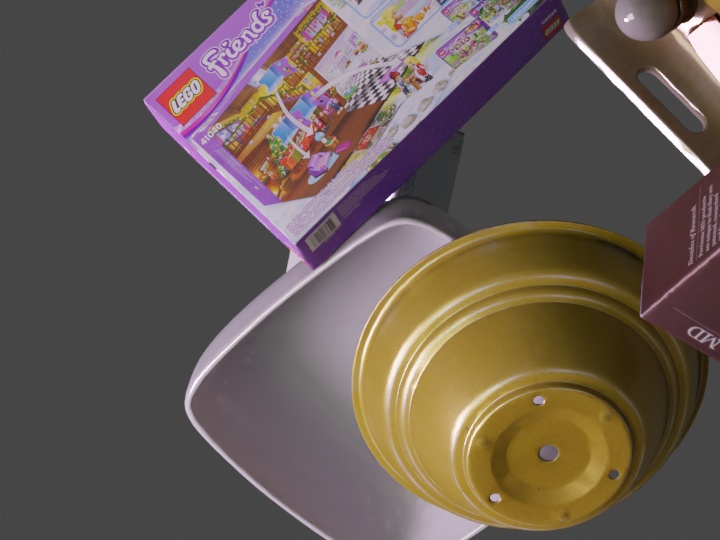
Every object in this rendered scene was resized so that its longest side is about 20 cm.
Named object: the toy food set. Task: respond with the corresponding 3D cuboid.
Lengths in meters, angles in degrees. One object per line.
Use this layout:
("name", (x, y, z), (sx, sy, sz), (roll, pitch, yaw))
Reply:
("toy food set", (0.203, -0.150, 1.475), (0.144, 0.060, 0.200), (47, 130, 16))

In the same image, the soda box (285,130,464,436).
("soda box", (0.000, 0.000, 1.700), (0.068, 0.064, 0.201), (29, 122, 28))

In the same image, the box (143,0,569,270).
("box", (-0.003, -0.115, 1.578), (0.200, 0.039, 0.137), (-44, 61, -5))

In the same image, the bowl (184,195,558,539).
("bowl", (0.022, 0.057, 1.635), (0.200, 0.075, 0.200), (-40, 116, 20))

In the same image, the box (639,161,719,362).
("box", (0.240, -0.029, 1.455), (0.100, 0.075, 0.200), (28, 135, -18))

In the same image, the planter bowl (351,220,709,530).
("planter bowl", (0.098, 0.079, 1.559), (0.200, 0.084, 0.201), (-3, 122, -4))
